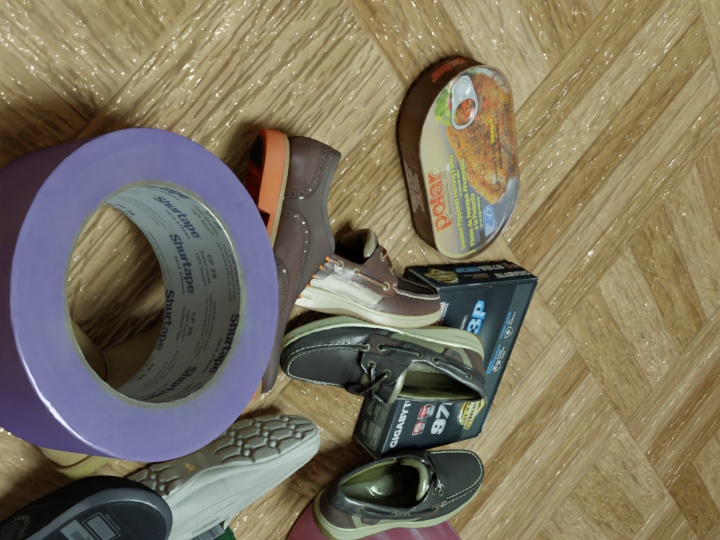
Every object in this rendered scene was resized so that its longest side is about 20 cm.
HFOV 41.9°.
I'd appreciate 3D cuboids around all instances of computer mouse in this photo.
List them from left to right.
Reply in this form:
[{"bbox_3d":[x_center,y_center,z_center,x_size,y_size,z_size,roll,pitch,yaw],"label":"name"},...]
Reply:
[{"bbox_3d":[-0.239,0.208,0.710,0.199,0.053,0.139,-25,124,-5],"label":"computer mouse"}]

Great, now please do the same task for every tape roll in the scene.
[{"bbox_3d":[-0.150,0.016,0.593,0.199,0.085,0.202,4,85,-50],"label":"tape roll"}]

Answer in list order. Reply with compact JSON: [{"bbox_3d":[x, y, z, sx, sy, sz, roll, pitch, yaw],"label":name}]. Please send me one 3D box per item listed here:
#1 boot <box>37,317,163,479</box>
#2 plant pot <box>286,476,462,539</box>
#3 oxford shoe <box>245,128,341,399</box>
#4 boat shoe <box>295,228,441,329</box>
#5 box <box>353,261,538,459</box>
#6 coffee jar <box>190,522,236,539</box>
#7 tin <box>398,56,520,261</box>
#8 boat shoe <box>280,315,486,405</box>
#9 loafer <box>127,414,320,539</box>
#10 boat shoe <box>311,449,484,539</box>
[{"bbox_3d":[-0.198,0.044,0.648,0.175,0.066,0.200,-44,137,-14],"label":"boot"},{"bbox_3d":[0.042,0.330,0.989,0.199,0.179,0.201,-23,130,-31],"label":"plant pot"},{"bbox_3d":[-0.054,-0.001,0.704,0.072,0.071,0.202,6,96,-20],"label":"oxford shoe"},{"bbox_3d":[0.000,0.000,0.804,0.199,0.072,0.072,13,101,-36],"label":"boat shoe"},{"bbox_3d":[0.089,0.090,0.969,0.158,0.046,0.201,-3,119,-42],"label":"box"},{"bbox_3d":[-0.195,0.297,0.809,0.199,0.085,0.105,-24,131,-30],"label":"coffee jar"},{"bbox_3d":[0.090,-0.097,0.849,0.112,0.042,0.201,-37,137,-25],"label":"tin"},{"bbox_3d":[0.024,0.086,0.842,0.198,0.065,0.073,2,136,-17],"label":"boat shoe"},{"bbox_3d":[-0.125,0.187,0.815,0.199,0.070,0.070,-21,124,-21],"label":"loafer"},{"bbox_3d":[0.049,0.215,0.932,0.200,0.072,0.066,-7,149,-31],"label":"boat shoe"}]
